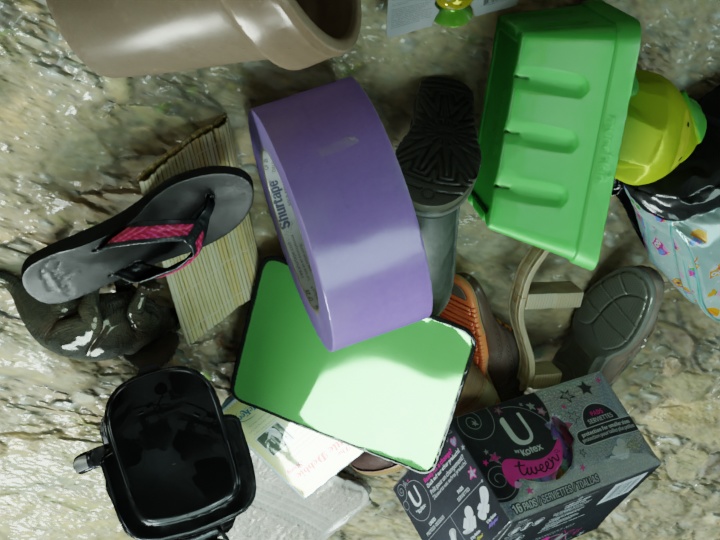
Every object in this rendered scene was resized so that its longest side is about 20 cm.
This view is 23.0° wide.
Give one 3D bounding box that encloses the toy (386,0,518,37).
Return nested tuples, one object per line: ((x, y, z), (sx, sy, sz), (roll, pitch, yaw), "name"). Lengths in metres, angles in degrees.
((0.071, -0.270, 1.319), (0.115, 0.047, 0.200), (-16, 140, -16), "toy")

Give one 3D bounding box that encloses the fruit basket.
((0.200, -0.113, 1.439), (0.215, 0.156, 0.217), (-2, 107, -8), "fruit basket")

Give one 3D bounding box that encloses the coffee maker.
((-0.144, 0.179, 1.494), (0.135, 0.192, 0.200), (-40, 178, -10), "coffee maker")

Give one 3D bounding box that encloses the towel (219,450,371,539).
((-0.087, 0.224, 1.734), (0.132, 0.035, 0.200), (-43, 135, 16), "towel")

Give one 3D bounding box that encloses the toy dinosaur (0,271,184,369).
((-0.218, 0.040, 1.460), (0.199, 0.077, 0.103), (0, 118, -32), "toy dinosaur")

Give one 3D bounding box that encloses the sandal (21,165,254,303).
((-0.168, -0.017, 1.378), (0.199, 0.045, 0.075), (-26, 136, 5), "sandal")

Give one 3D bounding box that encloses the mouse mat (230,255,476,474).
((-0.009, 0.083, 1.532), (0.199, 0.008, 0.161), (20, 123, 6), "mouse mat")

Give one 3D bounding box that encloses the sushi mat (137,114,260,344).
((-0.127, -0.030, 1.454), (0.096, 0.012, 0.200), (-38, 143, -24), "sushi mat")

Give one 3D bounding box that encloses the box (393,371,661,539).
((0.154, 0.189, 1.646), (0.199, 0.115, 0.132), (-15, 152, -38), "box")

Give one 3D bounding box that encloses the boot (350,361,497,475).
((0.011, 0.106, 1.651), (0.166, 0.073, 0.200), (36, 134, -23), "boot")

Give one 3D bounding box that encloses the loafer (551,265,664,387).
((0.243, 0.064, 1.723), (0.063, 0.072, 0.200), (-13, 145, -39), "loafer")

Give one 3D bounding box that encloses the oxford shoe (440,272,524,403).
((0.115, 0.065, 1.668), (0.073, 0.071, 0.200), (-41, 141, -24), "oxford shoe")

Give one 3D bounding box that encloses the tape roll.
((-0.017, -0.044, 1.383), (0.085, 0.200, 0.200), (-19, 137, -9), "tape roll")

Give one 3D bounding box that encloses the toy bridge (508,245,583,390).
((0.170, 0.023, 1.626), (0.067, 0.027, 0.201), (-2, 116, -28), "toy bridge")

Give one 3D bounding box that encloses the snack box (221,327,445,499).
((-0.026, 0.109, 1.578), (0.116, 0.037, 0.200), (44, 122, -7), "snack box")

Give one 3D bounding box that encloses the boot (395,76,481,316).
((0.053, -0.035, 1.460), (0.072, 0.182, 0.201), (16, 129, 3), "boot")

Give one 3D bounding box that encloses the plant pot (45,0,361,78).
((-0.118, -0.214, 1.199), (0.174, 0.201, 0.200), (-18, 141, 19), "plant pot")

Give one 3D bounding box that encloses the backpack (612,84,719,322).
((0.315, -0.051, 1.594), (0.166, 0.127, 0.200), (-27, 141, -4), "backpack")
